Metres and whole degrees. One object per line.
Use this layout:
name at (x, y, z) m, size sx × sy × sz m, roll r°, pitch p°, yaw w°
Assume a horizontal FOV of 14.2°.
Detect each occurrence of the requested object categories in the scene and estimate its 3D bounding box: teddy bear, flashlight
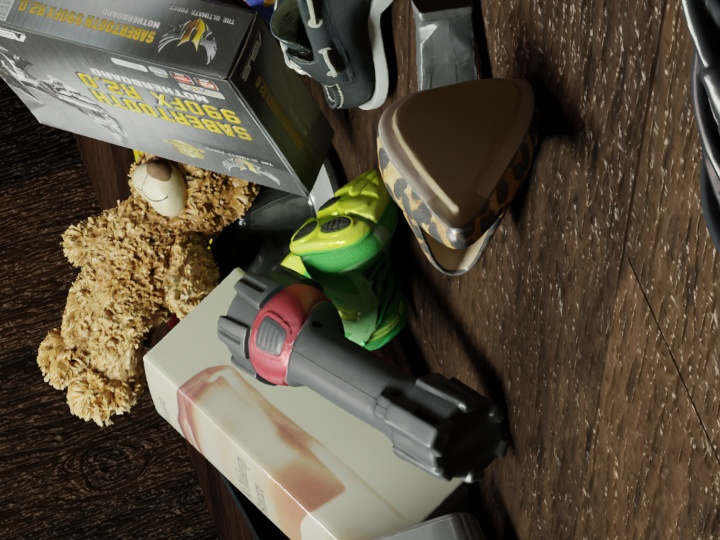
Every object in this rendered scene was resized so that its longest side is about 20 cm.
teddy bear at (-0.145, 0.000, 1.849) m, size 0.067 × 0.200 × 0.145 m, roll 25°, pitch -153°, yaw -33°
flashlight at (0.003, 0.060, 1.625) m, size 0.200 × 0.068 × 0.068 m, roll 28°, pitch 149°, yaw 43°

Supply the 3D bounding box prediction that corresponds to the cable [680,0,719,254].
cable at (0.134, -0.041, 0.842) m, size 0.164 × 0.051 × 0.201 m, roll -109°, pitch 5°, yaw -45°

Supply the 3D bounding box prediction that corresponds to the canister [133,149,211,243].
canister at (-0.103, -0.036, 2.205) m, size 0.200 × 0.086 × 0.149 m, roll -123°, pitch 17°, yaw -55°

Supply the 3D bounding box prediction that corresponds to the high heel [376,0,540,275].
high heel at (0.047, -0.022, 1.289) m, size 0.200 × 0.071 × 0.143 m, roll -91°, pitch -4°, yaw -59°

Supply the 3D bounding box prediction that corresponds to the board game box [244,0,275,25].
board game box at (-0.097, -0.235, 1.698) m, size 0.134 × 0.045 × 0.200 m, roll 43°, pitch -170°, yaw -34°

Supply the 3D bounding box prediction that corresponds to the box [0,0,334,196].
box at (-0.131, -0.119, 1.736) m, size 0.049 × 0.199 × 0.158 m, roll -66°, pitch -24°, yaw -17°

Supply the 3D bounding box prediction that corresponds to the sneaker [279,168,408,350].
sneaker at (0.000, 0.000, 1.731) m, size 0.084 × 0.074 × 0.200 m, roll 45°, pitch 164°, yaw 5°

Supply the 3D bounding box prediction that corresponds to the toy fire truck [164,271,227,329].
toy fire truck at (-0.055, 0.071, 1.914) m, size 0.200 × 0.049 × 0.141 m, roll 41°, pitch -172°, yaw -31°

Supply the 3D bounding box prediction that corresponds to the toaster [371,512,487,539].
toaster at (0.020, 0.241, 1.692) m, size 0.181 × 0.199 × 0.119 m, roll 72°, pitch 179°, yaw -65°

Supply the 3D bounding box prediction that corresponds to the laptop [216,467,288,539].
laptop at (-0.106, 0.199, 2.059) m, size 0.201 × 0.103 × 0.177 m, roll -63°, pitch 5°, yaw 12°

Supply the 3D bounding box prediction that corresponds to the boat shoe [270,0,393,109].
boat shoe at (-0.020, -0.139, 1.540) m, size 0.200 × 0.060 × 0.076 m, roll 90°, pitch 160°, yaw -64°

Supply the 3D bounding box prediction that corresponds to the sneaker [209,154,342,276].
sneaker at (-0.058, -0.018, 1.930) m, size 0.200 × 0.090 × 0.067 m, roll 96°, pitch 156°, yaw -70°

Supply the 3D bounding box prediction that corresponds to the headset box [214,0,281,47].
headset box at (-0.133, -0.212, 1.836) m, size 0.149 × 0.077 × 0.200 m, roll 35°, pitch -165°, yaw -33°

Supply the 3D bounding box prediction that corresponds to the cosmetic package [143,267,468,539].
cosmetic package at (-0.033, 0.107, 1.781) m, size 0.200 × 0.087 × 0.103 m, roll 42°, pitch 165°, yaw 19°
